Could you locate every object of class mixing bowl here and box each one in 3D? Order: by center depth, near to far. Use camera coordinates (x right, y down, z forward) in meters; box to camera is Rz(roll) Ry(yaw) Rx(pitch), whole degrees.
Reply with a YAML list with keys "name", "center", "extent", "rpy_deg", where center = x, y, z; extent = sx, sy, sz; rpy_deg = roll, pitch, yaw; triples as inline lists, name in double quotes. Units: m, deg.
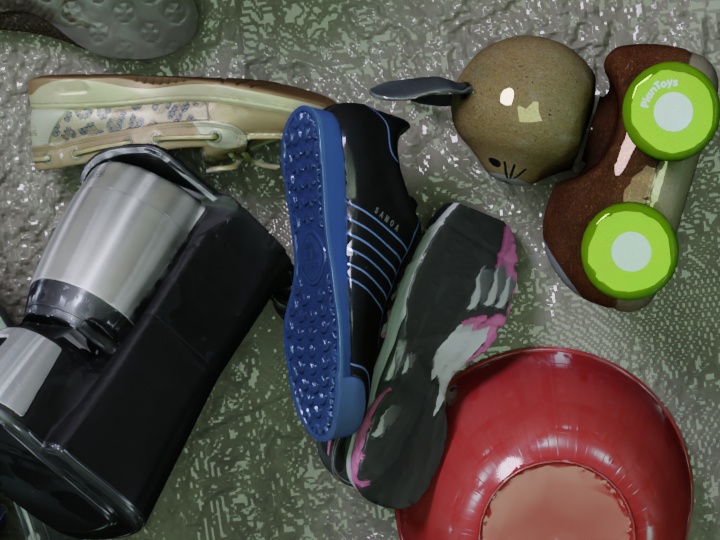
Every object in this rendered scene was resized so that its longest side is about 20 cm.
- name: "mixing bowl"
  center: [0.118, 0.155, 1.028]
  extent: [0.198, 0.108, 0.202]
  rpy_deg: [0, 95, 3]

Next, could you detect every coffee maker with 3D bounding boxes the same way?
- name: "coffee maker"
  center: [-0.128, 0.056, 0.975]
  extent: [0.191, 0.135, 0.201]
  rpy_deg: [29, 62, -2]

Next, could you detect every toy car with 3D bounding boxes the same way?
- name: "toy car"
  center: [0.104, -0.075, 0.986]
  extent: [0.198, 0.164, 0.159]
  rpy_deg: [17, 96, 8]

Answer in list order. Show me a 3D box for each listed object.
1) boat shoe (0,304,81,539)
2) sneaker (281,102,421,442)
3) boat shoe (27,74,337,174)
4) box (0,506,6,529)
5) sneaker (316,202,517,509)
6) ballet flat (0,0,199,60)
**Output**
- name: "boat shoe"
  center: [-0.232, 0.091, 1.051]
  extent: [0.068, 0.074, 0.201]
  rpy_deg: [-27, 103, -10]
- name: "sneaker"
  center: [0.000, 0.000, 0.986]
  extent: [0.077, 0.070, 0.202]
  rpy_deg: [-1, 91, -32]
- name: "boat shoe"
  center: [-0.112, -0.090, 1.035]
  extent: [0.198, 0.073, 0.063]
  rpy_deg: [4, 97, 12]
- name: "box"
  center: [-0.304, 0.172, 1.054]
  extent: [0.199, 0.032, 0.122]
  rpy_deg: [26, 128, 1]
- name: "sneaker"
  center: [0.024, 0.045, 1.037]
  extent: [0.080, 0.086, 0.201]
  rpy_deg: [36, 73, -31]
- name: "ballet flat"
  center: [-0.200, -0.174, 1.044]
  extent: [0.198, 0.046, 0.068]
  rpy_deg: [5, 108, -2]
